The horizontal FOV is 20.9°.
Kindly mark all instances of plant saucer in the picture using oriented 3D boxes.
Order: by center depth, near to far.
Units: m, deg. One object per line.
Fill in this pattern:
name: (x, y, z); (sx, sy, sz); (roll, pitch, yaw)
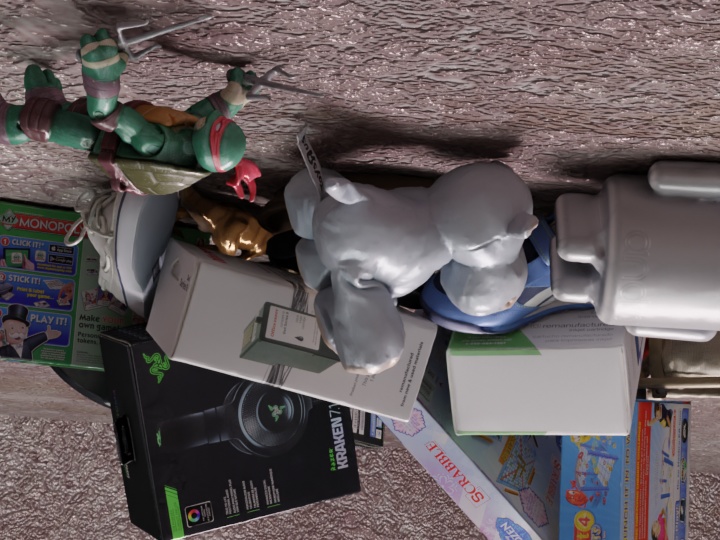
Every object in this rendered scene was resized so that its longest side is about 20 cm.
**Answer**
plant saucer: (0.017, -0.046, 1.578); (0.200, 0.030, 0.200); (2, 170, 0)

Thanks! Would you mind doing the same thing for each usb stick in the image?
usb stick: (0.000, 0.000, 1.647); (0.055, 0.033, 0.200); (-5, 165, 38)

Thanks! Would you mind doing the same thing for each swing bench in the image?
swing bench: (0.353, 0.059, 1.782); (0.199, 0.130, 0.200); (-1, 169, 20)

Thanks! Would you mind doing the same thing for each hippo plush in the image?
hippo plush: (0.040, -0.035, 1.421); (0.161, 0.200, 0.159); (-15, -145, -11)

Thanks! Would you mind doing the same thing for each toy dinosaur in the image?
toy dinosaur: (-0.118, -0.040, 1.625); (0.106, 0.061, 0.200); (-17, 149, 31)

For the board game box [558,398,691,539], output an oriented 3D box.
board game box: (0.231, 0.210, 1.694); (0.056, 0.200, 0.196); (0, 175, 26)

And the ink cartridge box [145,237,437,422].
ink cartridge box: (-0.059, 0.046, 1.553); (0.200, 0.084, 0.146); (16, -177, -15)

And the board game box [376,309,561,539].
board game box: (0.108, 0.134, 1.695); (0.041, 0.200, 0.200); (-36, -167, 26)

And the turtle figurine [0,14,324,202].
turtle figurine: (-0.133, -0.095, 1.181); (0.200, 0.101, 0.150); (4, 171, 26)

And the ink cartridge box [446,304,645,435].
ink cartridge box: (0.160, 0.052, 1.630); (0.145, 0.088, 0.200); (-1, -155, 14)

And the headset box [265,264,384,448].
headset box: (-0.081, 0.086, 1.920); (0.200, 0.174, 0.093); (-3, 168, 26)

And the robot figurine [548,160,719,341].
robot figurine: (0.243, -0.012, 1.459); (0.200, 0.113, 0.170); (2, 135, 1)

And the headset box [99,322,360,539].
headset box: (-0.119, 0.123, 1.679); (0.200, 0.174, 0.093); (-11, -171, -23)

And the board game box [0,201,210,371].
board game box: (-0.232, 0.019, 1.703); (0.200, 0.135, 0.029); (8, 172, -25)

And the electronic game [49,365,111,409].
electronic game: (-0.207, 0.055, 1.796); (0.200, 0.200, 0.042); (8, 135, -25)

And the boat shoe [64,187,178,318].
boat shoe: (-0.199, -0.034, 1.589); (0.086, 0.075, 0.202); (27, 159, 8)

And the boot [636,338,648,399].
boot: (0.266, 0.090, 1.935); (0.072, 0.145, 0.200); (-3, 170, 20)

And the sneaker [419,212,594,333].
sneaker: (0.141, -0.008, 1.549); (0.200, 0.074, 0.082); (-14, 132, -12)
